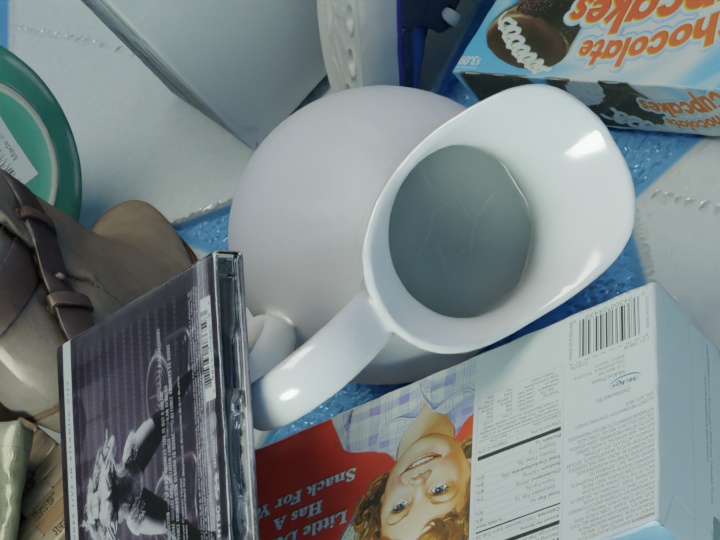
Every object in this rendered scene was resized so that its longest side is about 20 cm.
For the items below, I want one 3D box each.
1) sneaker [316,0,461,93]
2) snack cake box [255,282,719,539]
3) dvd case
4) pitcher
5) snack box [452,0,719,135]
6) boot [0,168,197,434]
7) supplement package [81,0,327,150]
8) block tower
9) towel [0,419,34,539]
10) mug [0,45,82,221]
[{"bbox_3d":[0.056,-0.165,1.297,0.081,0.145,0.201,-170,76,-74],"label":"sneaker"},{"bbox_3d":[0.044,0.098,1.044,0.199,0.067,0.115,-24,41,28],"label":"snack cake box"},{"bbox_3d":[-0.080,0.086,1.077,0.200,0.016,0.150,153,116,-64],"label":"dvd case"},{"bbox_3d":[0.000,0.000,1.103,0.171,0.122,0.200,-36,11,-15],"label":"pitcher"},{"bbox_3d":[0.141,-0.114,1.192,0.199,0.037,0.117,8,60,49],"label":"snack box"},{"bbox_3d":[-0.140,-0.004,1.267,0.070,0.146,0.200,-35,35,15],"label":"boot"},{"bbox_3d":[-0.052,-0.192,1.363,0.200,0.156,0.111,-47,33,-4],"label":"supplement package"},{"bbox_3d":[-0.159,0.095,1.265,0.058,0.054,0.200,-48,34,-7],"label":"block tower"},{"bbox_3d":[-0.221,0.168,1.214,0.192,0.034,0.201,-20,54,45],"label":"towel"},{"bbox_3d":[-0.224,-0.044,1.350,0.114,0.184,0.153,-11,72,52],"label":"mug"}]
